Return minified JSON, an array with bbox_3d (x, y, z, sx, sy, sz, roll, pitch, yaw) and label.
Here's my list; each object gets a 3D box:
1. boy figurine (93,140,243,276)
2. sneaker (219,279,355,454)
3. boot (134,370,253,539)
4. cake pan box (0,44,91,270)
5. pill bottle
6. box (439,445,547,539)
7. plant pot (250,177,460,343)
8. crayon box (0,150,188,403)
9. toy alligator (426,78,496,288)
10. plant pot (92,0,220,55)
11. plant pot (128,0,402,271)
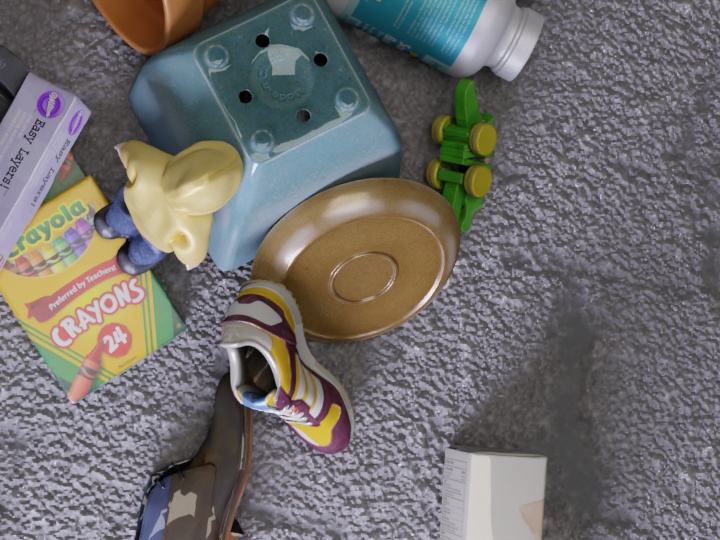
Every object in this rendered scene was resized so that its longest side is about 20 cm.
[{"bbox_3d":[-0.166,-0.062,1.438,0.064,0.200,0.125,-34,90,-34],"label":"boy figurine"},{"bbox_3d":[-0.072,0.108,1.515,0.200,0.075,0.090,62,37,-30],"label":"sneaker"},{"bbox_3d":[-0.152,0.186,1.536,0.097,0.075,0.201,5,88,-13],"label":"boot"},{"bbox_3d":[-0.363,-0.108,1.494,0.184,0.052,0.200,28,81,9],"label":"cake pan box"},{"bbox_3d":[0.068,-0.252,1.579,0.199,0.111,0.111,26,83,-8],"label":"pill bottle"},{"bbox_3d":[0.120,0.267,1.575,0.077,0.095,0.201,5,88,-12],"label":"box"},{"bbox_3d":[0.000,0.000,1.527,0.199,0.200,0.028,-12,48,-11],"label":"plant pot"},{"bbox_3d":[-0.263,0.004,1.535,0.127,0.051,0.200,-34,93,-10],"label":"crayon box"},{"bbox_3d":[0.100,-0.082,1.610,0.054,0.059,0.201,-5,105,-47],"label":"toy alligator"},{"bbox_3d":[-0.169,-0.310,1.501,0.140,0.200,0.201,-30,93,-22],"label":"plant pot"},{"bbox_3d":[-0.077,-0.141,1.488,0.196,0.200,0.196,-27,85,-11],"label":"plant pot"}]
